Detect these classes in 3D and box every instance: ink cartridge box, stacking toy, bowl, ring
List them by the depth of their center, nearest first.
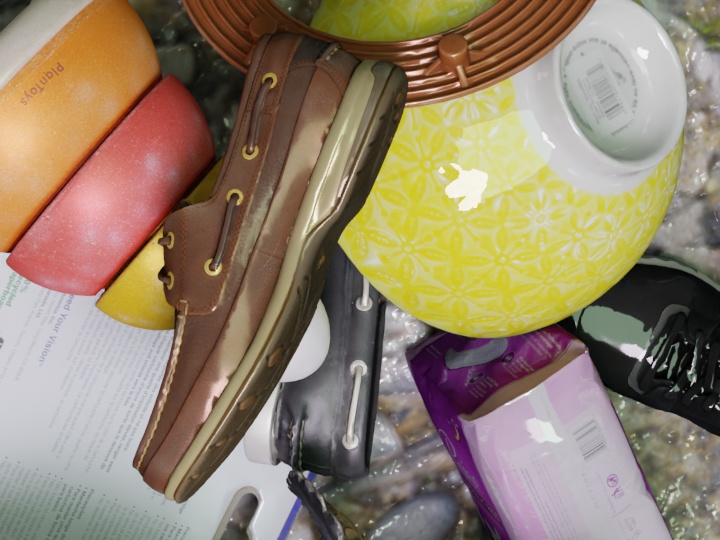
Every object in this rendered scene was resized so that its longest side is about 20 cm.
[{"bbox_3d":[-0.096,-0.020,0.979,0.200,0.146,0.146,43,89,-4],"label":"stacking toy"},{"bbox_3d":[0.014,-0.155,0.989,0.200,0.200,0.019,-25,148,-9],"label":"ring"},{"bbox_3d":[0.082,-0.073,1.015,0.200,0.108,0.200,8,77,-36],"label":"bowl"},{"bbox_3d":[-0.130,0.099,1.076,0.200,0.041,0.200,25,95,-20],"label":"ink cartridge box"}]

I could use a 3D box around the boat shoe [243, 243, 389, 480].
[{"bbox_3d":[0.000,0.000,1.044,0.060,0.074,0.200,13,72,10],"label":"boat shoe"}]

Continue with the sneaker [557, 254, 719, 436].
[{"bbox_3d":[0.191,0.052,1.131,0.200,0.088,0.076,23,96,-19],"label":"sneaker"}]

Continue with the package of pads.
[{"bbox_3d":[0.102,0.120,1.105,0.076,0.121,0.200,-29,110,-8],"label":"package of pads"}]

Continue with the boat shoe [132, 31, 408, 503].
[{"bbox_3d":[-0.049,-0.003,0.921,0.068,0.072,0.200,25,93,7],"label":"boat shoe"}]

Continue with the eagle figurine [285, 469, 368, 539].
[{"bbox_3d":[0.021,0.179,1.040,0.152,0.151,0.200,-6,136,-36],"label":"eagle figurine"}]
